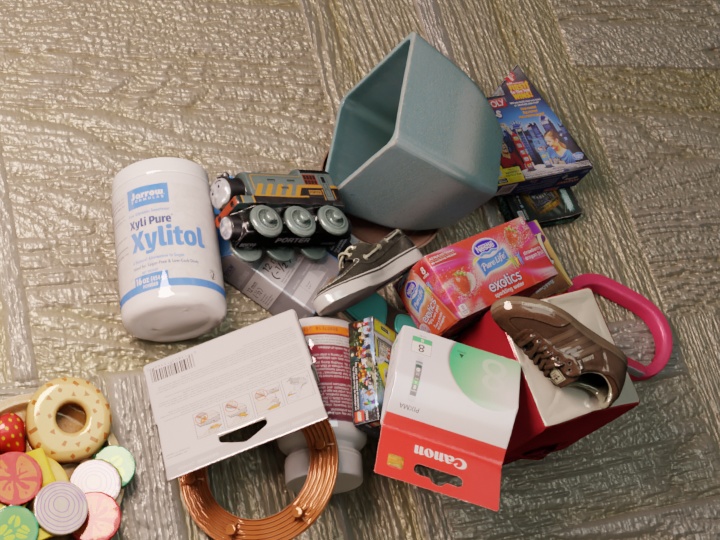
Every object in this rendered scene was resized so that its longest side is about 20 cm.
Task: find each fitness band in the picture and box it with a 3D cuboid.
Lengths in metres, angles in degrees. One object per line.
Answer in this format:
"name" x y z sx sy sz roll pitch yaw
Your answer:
"fitness band" 0.388 0.086 1.792 0.199 0.037 0.144 27 52 -12

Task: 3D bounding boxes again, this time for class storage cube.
"storage cube" 0.233 0.145 1.591 0.170 0.180 0.201 -9 69 -30

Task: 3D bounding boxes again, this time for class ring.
"ring" -0.123 0.229 1.393 0.199 0.019 0.202 -6 66 13

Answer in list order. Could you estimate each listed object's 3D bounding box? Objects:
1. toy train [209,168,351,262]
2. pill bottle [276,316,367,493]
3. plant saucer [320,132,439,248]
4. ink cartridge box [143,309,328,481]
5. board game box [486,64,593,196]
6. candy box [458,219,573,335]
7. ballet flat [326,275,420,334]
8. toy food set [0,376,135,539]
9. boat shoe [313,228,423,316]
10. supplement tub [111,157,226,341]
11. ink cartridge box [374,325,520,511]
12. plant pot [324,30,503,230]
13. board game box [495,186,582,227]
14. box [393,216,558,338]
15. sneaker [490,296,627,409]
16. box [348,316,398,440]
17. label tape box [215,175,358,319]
"toy train" -0.103 -0.075 1.516 0.199 0.085 0.115 -2 58 -39
"pill bottle" -0.051 0.171 1.474 0.113 0.114 0.201 8 60 -23
"plant saucer" 0.027 -0.108 1.713 0.199 0.037 0.202 12 60 -21
"ink cartridge box" -0.146 0.153 1.389 0.199 0.045 0.177 -21 48 -1
"board game box" 0.232 -0.216 1.824 0.199 0.062 0.201 -12 68 -30
"candy box" 0.204 0.011 1.725 0.199 0.056 0.117 -19 74 -32
"ballet flat" 0.024 0.076 1.588 0.199 0.067 0.068 31 51 -19
"toy food set" -0.355 0.229 1.330 0.199 0.049 0.199 -18 73 -33
"boat shoe" 0.000 0.000 1.525 0.199 0.071 0.064 -28 80 -47
"supplement tub" -0.242 -0.024 1.474 0.131 0.132 0.201 1 64 -26
"ink cartridge box" 0.107 0.172 1.410 0.160 0.050 0.201 18 43 -7
"plant pot" 0.087 -0.169 1.645 0.199 0.196 0.197 26 55 -24
"board game box" 0.256 -0.161 1.860 0.134 0.028 0.201 -11 69 -31
"box" 0.158 0.013 1.603 0.199 0.095 0.100 -21 74 -37
"sneaker" 0.248 0.102 1.467 0.199 0.070 0.076 26 56 -11
"box" 0.052 0.159 1.512 0.200 0.037 0.138 37 43 -51
"label tape box" -0.121 -0.036 1.582 0.199 0.066 0.144 37 54 -6
